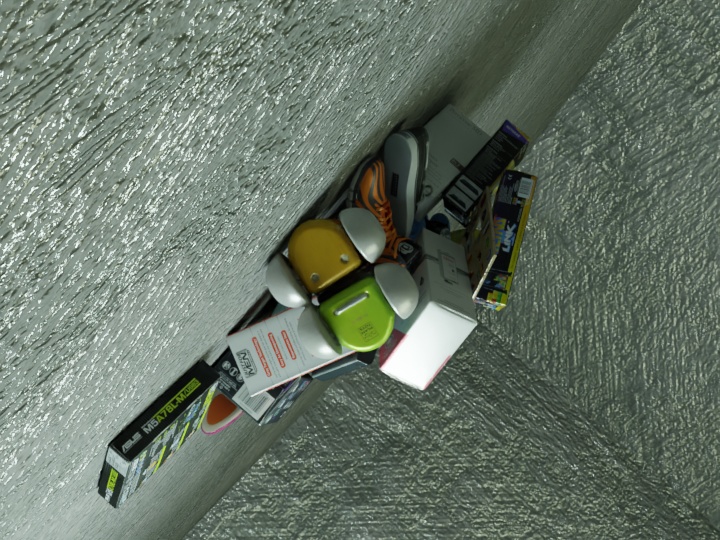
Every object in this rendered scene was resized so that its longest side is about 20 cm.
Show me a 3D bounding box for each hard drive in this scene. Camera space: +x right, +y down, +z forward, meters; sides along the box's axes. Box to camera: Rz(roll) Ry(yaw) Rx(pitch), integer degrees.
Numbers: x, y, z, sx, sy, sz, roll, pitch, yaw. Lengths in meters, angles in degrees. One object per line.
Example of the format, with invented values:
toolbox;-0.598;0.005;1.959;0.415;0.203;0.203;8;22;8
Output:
hard drive;-0.014;0.106;1.702;0.200;0.033;0.140;-30;-142;63

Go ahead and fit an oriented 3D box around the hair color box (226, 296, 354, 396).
hair color box;-0.091;0.106;1.546;0.199;0.102;0.061;-23;177;6

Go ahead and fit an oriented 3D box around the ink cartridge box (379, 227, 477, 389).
ink cartridge box;0.094;0.054;1.521;0.147;0.083;0.200;-56;-161;28

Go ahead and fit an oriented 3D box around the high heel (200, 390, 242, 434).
high heel;-0.221;0.234;1.837;0.200;0.067;0.096;-49;163;-34

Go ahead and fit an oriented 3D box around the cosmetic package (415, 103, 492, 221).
cosmetic package;0.120;-0.177;1.644;0.200;0.102;0.074;-46;173;-38

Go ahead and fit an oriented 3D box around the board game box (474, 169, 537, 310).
board game box;0.219;-0.044;1.582;0.165;0.056;0.201;59;46;-84

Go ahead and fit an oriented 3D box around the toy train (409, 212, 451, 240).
toy train;0.071;-0.048;1.693;0.086;0.200;0.115;-2;103;-42

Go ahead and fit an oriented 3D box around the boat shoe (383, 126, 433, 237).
boat shoe;0.066;-0.122;1.527;0.068;0.073;0.200;-26;130;-41

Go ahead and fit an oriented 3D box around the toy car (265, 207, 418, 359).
toy car;-0.022;0.016;1.432;0.175;0.200;0.150;-31;-178;8

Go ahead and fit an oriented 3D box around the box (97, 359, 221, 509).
box;-0.302;0.247;1.522;0.193;0.047;0.200;-47;172;-35

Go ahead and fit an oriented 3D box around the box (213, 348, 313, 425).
box;-0.164;0.179;1.695;0.106;0.122;0.200;-49;173;-3

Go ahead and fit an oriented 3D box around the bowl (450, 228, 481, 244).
bowl;0.148;-0.008;1.755;0.200;0.108;0.200;-46;-172;8

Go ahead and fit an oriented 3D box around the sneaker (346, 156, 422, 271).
sneaker;0.040;-0.064;1.486;0.078;0.112;0.201;-37;141;-45

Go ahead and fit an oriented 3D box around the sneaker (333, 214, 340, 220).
sneaker;-0.046;-0.039;1.554;0.200;0.075;0.100;-43;153;-46

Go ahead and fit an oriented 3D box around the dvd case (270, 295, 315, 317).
dvd case;-0.083;0.055;1.689;0.146;0.022;0.200;-62;161;8

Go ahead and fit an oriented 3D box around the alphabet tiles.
alphabet tiles;0.163;-0.003;1.551;0.168;0.008;0.200;-88;-165;-50

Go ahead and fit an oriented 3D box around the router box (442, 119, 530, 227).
router box;0.204;-0.154;1.670;0.157;0.052;0.200;-50;174;2
